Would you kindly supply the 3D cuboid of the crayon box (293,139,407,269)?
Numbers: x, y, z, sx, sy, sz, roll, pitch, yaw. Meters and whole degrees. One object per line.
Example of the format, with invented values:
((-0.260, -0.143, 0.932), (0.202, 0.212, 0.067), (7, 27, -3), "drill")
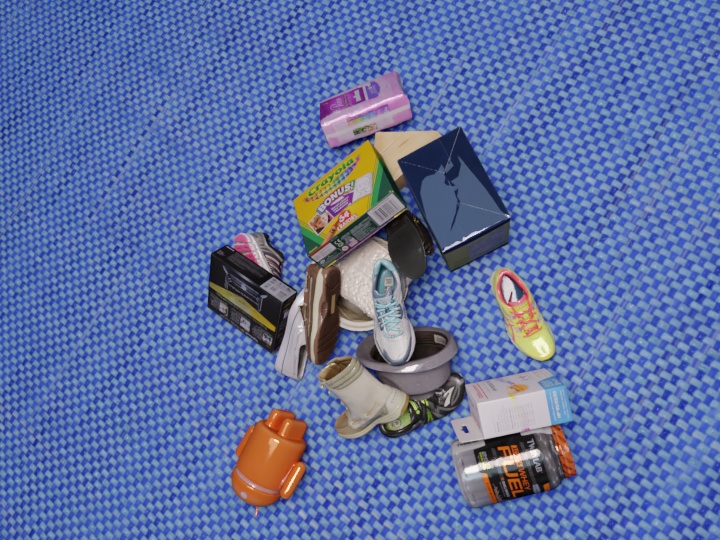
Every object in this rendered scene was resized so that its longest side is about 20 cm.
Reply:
((-0.027, -0.127, 1.017), (0.199, 0.058, 0.173), (-36, 45, 16), "crayon box")

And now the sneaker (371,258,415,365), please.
((0.048, 0.072, 0.970), (0.077, 0.086, 0.201), (-13, 67, 13), "sneaker")

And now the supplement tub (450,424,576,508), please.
((0.274, 0.345, 0.963), (0.199, 0.122, 0.123), (-19, 75, 10), "supplement tub")

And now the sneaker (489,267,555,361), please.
((0.307, 0.082, 1.023), (0.078, 0.090, 0.201), (-30, 75, 5), "sneaker")

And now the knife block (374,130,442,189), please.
((0.077, -0.207, 1.153), (0.198, 0.064, 0.177), (2, 80, 14), "knife block")

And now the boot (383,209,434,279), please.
((0.108, -0.060, 1.057), (0.069, 0.174, 0.201), (-31, 64, 20), "boot")

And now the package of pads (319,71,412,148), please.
((0.008, -0.355, 1.175), (0.199, 0.076, 0.121), (-19, 42, 9), "package of pads")

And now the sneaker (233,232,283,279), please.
((-0.199, 0.001, 1.177), (0.073, 0.087, 0.201), (-24, 95, 41), "sneaker")

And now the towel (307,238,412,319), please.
((0.000, 0.000, 1.072), (0.199, 0.034, 0.133), (36, 91, 17), "towel")

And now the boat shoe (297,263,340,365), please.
((-0.086, 0.083, 1.058), (0.074, 0.075, 0.204), (15, 102, 33), "boat shoe")

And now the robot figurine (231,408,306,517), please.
((-0.184, 0.384, 1.074), (0.143, 0.117, 0.201), (27, 86, -1), "robot figurine")

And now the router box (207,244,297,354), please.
((-0.237, 0.062, 1.139), (0.199, 0.052, 0.158), (32, 130, 18), "router box")

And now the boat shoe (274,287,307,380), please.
((-0.119, 0.134, 1.120), (0.065, 0.073, 0.201), (23, 109, 18), "boat shoe")

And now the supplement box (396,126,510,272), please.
((0.185, -0.128, 1.038), (0.134, 0.200, 0.201), (-26, 74, 8), "supplement box")

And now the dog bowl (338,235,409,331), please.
((0.010, 0.030, 1.118), (0.198, 0.074, 0.202), (-3, 79, 14), "dog bowl")

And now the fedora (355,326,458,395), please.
((0.096, 0.182, 1.041), (0.198, 0.177, 0.091), (-8, 108, 16), "fedora")

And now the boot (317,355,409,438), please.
((-0.024, 0.242, 1.020), (0.154, 0.072, 0.200), (39, 133, -16), "boot")

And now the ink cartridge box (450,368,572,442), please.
((0.262, 0.243, 0.968), (0.198, 0.115, 0.068), (-12, 94, 1), "ink cartridge box")

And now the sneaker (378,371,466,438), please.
((0.121, 0.268, 1.037), (0.199, 0.083, 0.071), (-32, 73, 4), "sneaker")
